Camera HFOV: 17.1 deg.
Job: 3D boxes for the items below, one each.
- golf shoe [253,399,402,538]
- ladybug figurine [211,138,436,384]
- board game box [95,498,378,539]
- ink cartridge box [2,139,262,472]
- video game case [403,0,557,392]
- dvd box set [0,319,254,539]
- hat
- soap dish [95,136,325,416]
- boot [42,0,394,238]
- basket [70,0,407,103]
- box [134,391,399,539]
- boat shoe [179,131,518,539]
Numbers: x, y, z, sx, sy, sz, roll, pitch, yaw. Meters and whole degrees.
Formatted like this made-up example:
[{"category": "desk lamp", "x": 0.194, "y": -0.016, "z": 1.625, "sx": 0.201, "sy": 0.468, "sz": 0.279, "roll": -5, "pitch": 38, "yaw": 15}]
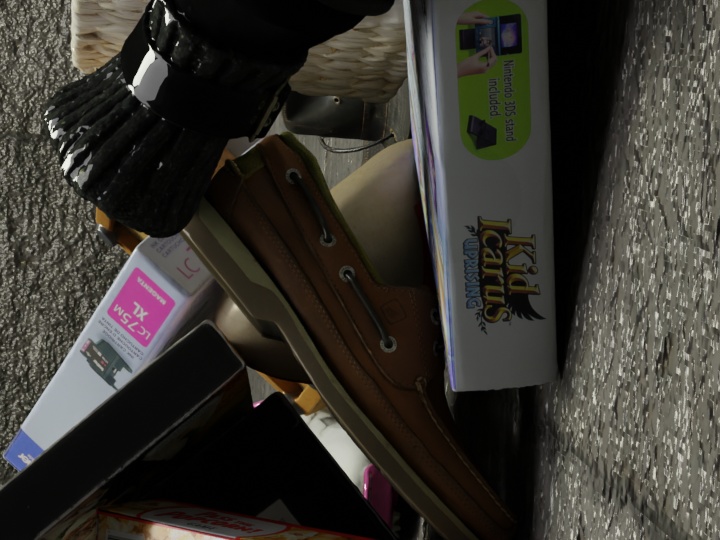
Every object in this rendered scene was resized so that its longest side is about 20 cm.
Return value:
[{"category": "golf shoe", "x": -0.025, "y": 0.114, "z": 1.371, "sx": 0.200, "sy": 0.091, "sz": 0.076, "roll": -139, "pitch": 53, "yaw": -79}, {"category": "ladybug figurine", "x": 0.000, "y": 0.000, "z": 1.124, "sx": 0.136, "sy": 0.072, "sz": 0.200, "roll": -41, "pitch": 0, "yaw": 19}, {"category": "board game box", "x": -0.025, "y": 0.183, "z": 0.978, "sx": 0.046, "sy": 0.200, "sz": 0.152, "roll": -1, "pitch": -83, "yaw": -54}, {"category": "ink cartridge box", "x": -0.104, "y": 0.033, "z": 1.158, "sx": 0.119, "sy": 0.042, "sz": 0.200, "roll": -45, "pitch": -8, "yaw": -49}, {"category": "video game case", "x": 0.044, "y": -0.083, "z": 0.959, "sx": 0.200, "sy": 0.045, "sz": 0.182, "roll": -97, "pitch": 2, "yaw": -55}, {"category": "dvd box set", "x": -0.112, "y": 0.091, "z": 1.087, "sx": 0.029, "sy": 0.146, "sz": 0.200, "roll": 50, "pitch": 172, "yaw": 7}, {"category": "hat", "x": -0.015, "y": -0.135, "z": 1.430, "sx": 0.201, "sy": 0.081, "sz": 0.201, "roll": -176, "pitch": 90, "yaw": -83}, {"category": "soap dish", "x": -0.060, "y": -0.009, "z": 1.306, "sx": 0.081, "sy": 0.200, "sz": 0.157, "roll": -47, "pitch": -1, "yaw": -12}, {"category": "boot", "x": -0.057, "y": -0.082, "z": 0.903, "sx": 0.158, "sy": 0.079, "sz": 0.211, "roll": -46, "pitch": 2, "yaw": 9}, {"category": "basket", "x": -0.051, "y": -0.203, "z": 1.261, "sx": 0.161, "sy": 0.198, "sz": 0.201, "roll": 114, "pitch": 161, "yaw": -71}, {"category": "box", "x": -0.043, "y": 0.164, "z": 1.154, "sx": 0.149, "sy": 0.107, "sz": 0.200, "roll": 51, "pitch": 165, "yaw": 6}, {"category": "boat shoe", "x": 0.008, "y": 0.031, "z": 0.990, "sx": 0.200, "sy": 0.068, "sz": 0.072, "roll": 51, "pitch": 175, "yaw": 0}]
